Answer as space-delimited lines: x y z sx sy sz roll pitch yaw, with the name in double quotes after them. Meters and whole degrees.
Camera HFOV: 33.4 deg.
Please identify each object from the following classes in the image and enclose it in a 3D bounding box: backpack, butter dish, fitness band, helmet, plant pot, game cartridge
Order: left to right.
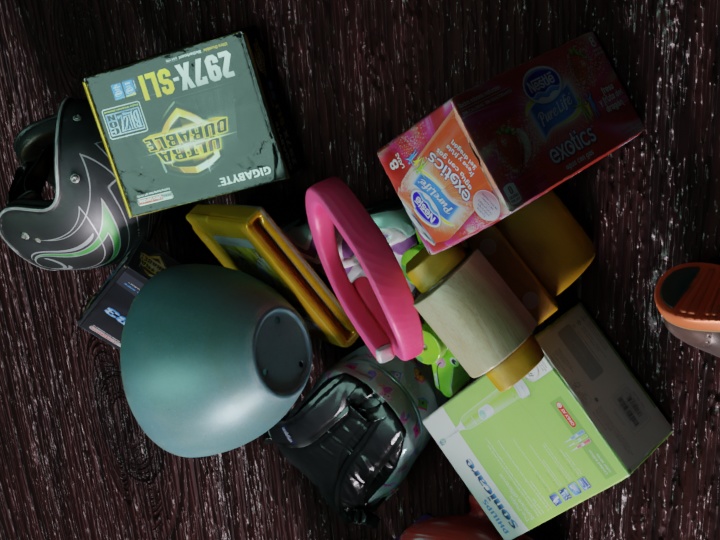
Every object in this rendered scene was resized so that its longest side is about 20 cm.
-0.320 -0.102 1.417 0.188 0.200 0.203 -22 97 23 "helmet"
-0.128 0.089 1.230 0.133 0.200 0.203 -7 108 38 "plant pot"
-0.100 0.003 1.291 0.177 0.032 0.199 52 160 -20 "game cartridge"
0.000 0.000 1.109 0.201 0.037 0.145 54 163 46 "fitness band"
0.003 0.160 1.288 0.166 0.127 0.201 39 137 5 "backpack"
0.121 0.303 1.237 0.197 0.198 0.151 9 88 35 "butter dish"

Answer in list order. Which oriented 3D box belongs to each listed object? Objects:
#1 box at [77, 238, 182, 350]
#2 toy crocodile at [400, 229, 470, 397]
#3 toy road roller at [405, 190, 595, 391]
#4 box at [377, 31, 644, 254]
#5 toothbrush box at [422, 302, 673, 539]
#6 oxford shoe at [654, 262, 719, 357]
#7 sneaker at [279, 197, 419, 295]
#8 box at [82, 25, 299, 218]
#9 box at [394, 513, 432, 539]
-0.225 0.067 1.452 0.199 0.050 0.198 34 144 -14 "box"
0.085 0.027 1.163 0.061 0.067 0.204 8 114 38 "toy crocodile"
0.125 0.000 1.020 0.146 0.200 0.123 -40 93 9 "toy road roller"
0.122 -0.103 0.949 0.099 0.199 0.097 -29 91 49 "box"
0.172 0.148 1.135 0.146 0.086 0.200 53 139 8 "toothbrush box"
0.332 0.046 0.940 0.198 0.072 0.073 17 153 36 "oxford shoe"
-0.011 0.007 1.247 0.198 0.077 0.142 -3 110 47 "sneaker"
-0.181 -0.157 1.285 0.197 0.049 0.162 -11 105 19 "box"
0.024 0.382 1.338 0.039 0.199 0.139 22 127 35 "box"
